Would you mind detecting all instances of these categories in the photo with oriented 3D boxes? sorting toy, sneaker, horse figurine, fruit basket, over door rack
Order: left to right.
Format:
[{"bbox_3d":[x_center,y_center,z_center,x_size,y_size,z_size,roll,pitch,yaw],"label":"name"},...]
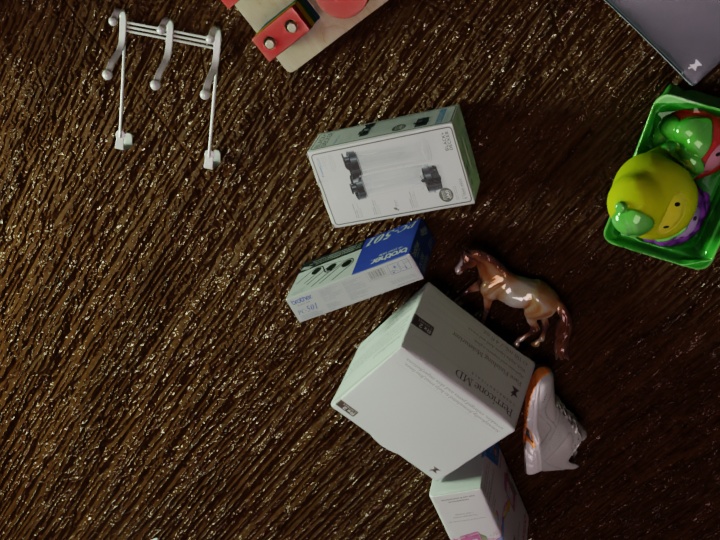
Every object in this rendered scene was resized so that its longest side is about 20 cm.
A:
[{"bbox_3d":[-0.256,-0.227,1.318,0.146,0.067,0.202,13,125,9],"label":"over door rack"},{"bbox_3d":[-0.080,-0.355,1.182,0.198,0.070,0.201,-30,110,30],"label":"sorting toy"},{"bbox_3d":[0.209,0.045,1.372,0.198,0.050,0.133,25,131,2],"label":"horse figurine"},{"bbox_3d":[0.280,0.212,1.454,0.091,0.076,0.202,-1,130,8],"label":"sneaker"},{"bbox_3d":[0.358,-0.094,1.147,0.153,0.216,0.218,16,125,5],"label":"fruit basket"}]

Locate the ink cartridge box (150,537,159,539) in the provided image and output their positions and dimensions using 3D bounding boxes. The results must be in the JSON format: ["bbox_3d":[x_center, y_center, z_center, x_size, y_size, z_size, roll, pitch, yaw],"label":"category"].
[{"bbox_3d":[-0.370,0.605,1.890,0.115,0.068,0.201,-24,113,28],"label":"ink cartridge box"}]

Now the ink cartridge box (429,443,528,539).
[{"bbox_3d":[0.184,0.358,1.523,0.084,0.145,0.202,-13,118,21],"label":"ink cartridge box"}]

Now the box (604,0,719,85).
[{"bbox_3d":[0.321,-0.306,1.018,0.148,0.201,0.107,39,125,-12],"label":"box"}]

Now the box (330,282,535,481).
[{"bbox_3d":[0.100,0.159,1.407,0.198,0.131,0.200,36,137,-9],"label":"box"}]

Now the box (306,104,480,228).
[{"bbox_3d":[0.043,-0.132,1.297,0.197,0.060,0.118,-10,119,21],"label":"box"}]

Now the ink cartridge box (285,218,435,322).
[{"bbox_3d":[0.000,0.000,1.375,0.198,0.094,0.044,-20,116,26],"label":"ink cartridge box"}]
